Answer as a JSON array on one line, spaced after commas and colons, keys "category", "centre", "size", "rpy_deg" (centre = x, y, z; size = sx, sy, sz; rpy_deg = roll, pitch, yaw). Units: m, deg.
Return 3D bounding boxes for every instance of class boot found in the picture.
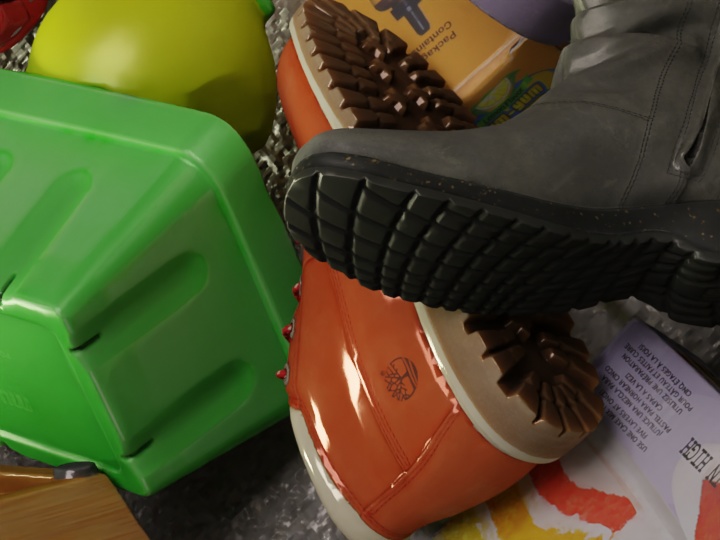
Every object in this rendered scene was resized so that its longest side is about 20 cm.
[{"category": "boot", "centre": [0.071, -0.054, 0.917], "size": [0.068, 0.199, 0.131], "rpy_deg": [122, 151, -59]}, {"category": "boot", "centre": [0.000, 0.000, 0.985], "size": [0.107, 0.075, 0.200], "rpy_deg": [-42, 54, 32]}]

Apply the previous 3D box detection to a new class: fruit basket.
[{"category": "fruit basket", "centre": [-0.091, -0.034, 1.084], "size": [0.215, 0.156, 0.216], "rpy_deg": [-15, 35, 11]}]

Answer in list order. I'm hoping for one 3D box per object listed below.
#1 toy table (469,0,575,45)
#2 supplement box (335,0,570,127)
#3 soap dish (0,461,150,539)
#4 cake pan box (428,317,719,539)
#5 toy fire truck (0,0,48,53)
[{"category": "toy table", "centre": [0.064, -0.182, 1.035], "size": [0.117, 0.184, 0.200], "rpy_deg": [-49, 43, 19]}, {"category": "supplement box", "centre": [0.016, -0.122, 1.101], "size": [0.067, 0.069, 0.200], "rpy_deg": [-40, 49, 12]}, {"category": "soap dish", "centre": [-0.188, 0.123, 1.016], "size": [0.157, 0.200, 0.081], "rpy_deg": [-1, 98, 50]}, {"category": "cake pan box", "centre": [0.095, 0.143, 0.922], "size": [0.184, 0.052, 0.200], "rpy_deg": [-48, 49, 8]}, {"category": "toy fire truck", "centre": [-0.190, -0.192, 1.253], "size": [0.049, 0.141, 0.200], "rpy_deg": [-26, 94, 21]}]
